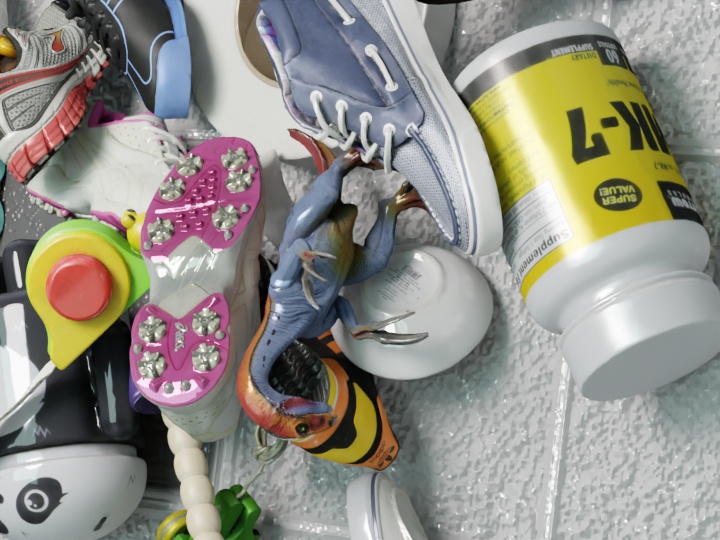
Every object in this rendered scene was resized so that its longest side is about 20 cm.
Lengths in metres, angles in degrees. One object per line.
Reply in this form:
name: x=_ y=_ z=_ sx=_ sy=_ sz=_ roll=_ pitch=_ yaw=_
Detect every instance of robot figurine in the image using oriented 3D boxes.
robot figurine: x=-0.209 y=0.083 z=1.691 sx=0.124 sy=0.150 sz=0.202 roll=-8 pitch=78 yaw=-5

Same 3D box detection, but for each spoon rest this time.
spoon rest: x=0.000 y=0.000 z=1.599 sx=0.099 sy=0.061 sz=0.200 roll=-39 pitch=56 yaw=-18

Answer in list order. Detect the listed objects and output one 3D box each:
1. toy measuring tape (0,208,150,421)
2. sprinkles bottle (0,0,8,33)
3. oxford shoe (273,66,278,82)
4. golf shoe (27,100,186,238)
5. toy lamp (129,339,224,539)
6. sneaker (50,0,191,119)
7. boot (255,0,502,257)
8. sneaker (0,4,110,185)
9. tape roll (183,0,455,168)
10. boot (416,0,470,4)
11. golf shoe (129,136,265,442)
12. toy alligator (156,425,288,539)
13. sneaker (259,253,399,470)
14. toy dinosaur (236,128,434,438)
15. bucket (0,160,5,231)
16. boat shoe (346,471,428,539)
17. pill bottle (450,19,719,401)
toy measuring tape: x=-0.202 y=0.029 z=1.602 sx=0.200 sy=0.073 sz=0.074 roll=-43 pitch=61 yaw=10
sprinkles bottle: x=-0.282 y=-0.189 z=1.804 sx=0.068 sy=0.068 sz=0.201 roll=-25 pitch=58 yaw=29
oxford shoe: x=-0.006 y=-0.192 z=1.592 sx=0.075 sy=0.058 sz=0.201 roll=15 pitch=76 yaw=9
golf shoe: x=-0.142 y=-0.059 z=1.683 sx=0.199 sy=0.075 sz=0.092 roll=21 pitch=81 yaw=45
toy lamp: x=-0.106 y=0.127 z=1.592 sx=0.058 sy=0.058 sz=0.201 roll=-28 pitch=63 yaw=28
sneaker: x=-0.166 y=-0.177 z=1.712 sx=0.070 sy=0.077 sz=0.201 roll=101 pitch=156 yaw=-49
boot: x=0.009 y=-0.084 z=1.487 sx=0.073 sy=0.090 sz=0.201 roll=98 pitch=153 yaw=-55
sneaker: x=-0.220 y=-0.140 z=1.719 sx=0.078 sy=0.082 sz=0.200 roll=-43 pitch=17 yaw=22
tape roll: x=-0.030 y=-0.167 z=1.663 sx=0.202 sy=0.037 sz=0.205 roll=-7 pitch=78 yaw=34
boot: x=0.106 y=-0.264 z=1.559 sx=0.185 sy=0.064 sz=0.201 roll=-3 pitch=60 yaw=0
golf shoe: x=-0.093 y=0.013 z=1.560 sx=0.075 sy=0.092 sz=0.201 roll=-1 pitch=56 yaw=17
toy alligator: x=-0.092 y=0.179 z=1.640 sx=0.059 sy=0.054 sz=0.201 roll=45 pitch=106 yaw=34
sneaker: x=-0.037 y=0.063 z=1.614 sx=0.070 sy=0.090 sz=0.200 roll=-50 pitch=32 yaw=10
toy dinosaur: x=-0.023 y=0.014 z=1.531 sx=0.182 sy=0.105 sz=0.200 roll=-51 pitch=23 yaw=-13
bucket: x=-0.369 y=-0.049 z=1.821 sx=0.206 sy=0.134 sz=0.209 roll=-7 pitch=77 yaw=33
boat shoe: x=0.054 y=0.207 z=1.527 sx=0.070 sy=0.071 sz=0.201 roll=-28 pitch=69 yaw=18
pill bottle: x=0.134 y=-0.034 z=1.479 sx=0.114 sy=0.114 sz=0.201 roll=-33 pitch=66 yaw=26
